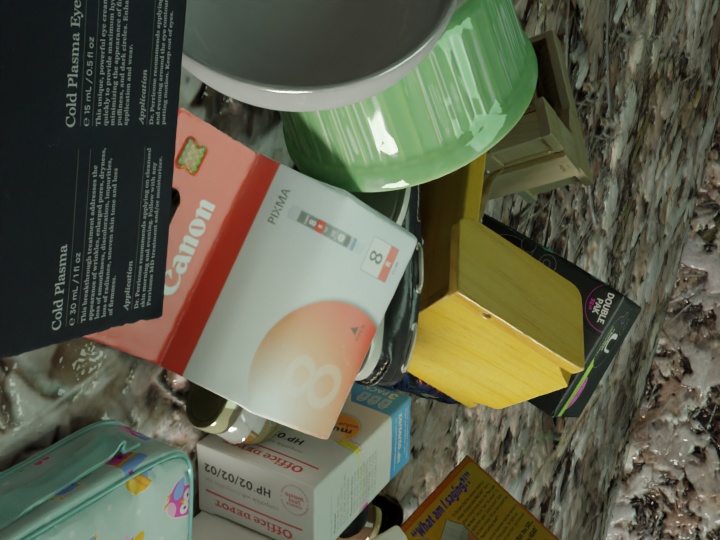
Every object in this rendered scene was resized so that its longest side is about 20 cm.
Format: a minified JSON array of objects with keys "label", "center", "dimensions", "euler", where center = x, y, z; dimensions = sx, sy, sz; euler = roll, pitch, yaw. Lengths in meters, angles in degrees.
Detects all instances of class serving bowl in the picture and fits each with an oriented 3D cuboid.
[{"label":"serving bowl","center":[-0.037,-0.177,0.575],"dimensions":[0.066,0.198,0.202],"euler":[98,17,-66]}]

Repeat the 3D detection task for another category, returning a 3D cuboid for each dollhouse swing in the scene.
[{"label":"dollhouse swing","center":[0.112,-0.002,0.878],"dimensions":[0.177,0.180,0.200],"euler":[-65,-169,-26]}]

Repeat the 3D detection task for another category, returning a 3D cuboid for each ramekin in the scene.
[{"label":"ramekin","center":[0.022,-0.161,0.682],"dimensions":[0.201,0.198,0.098],"euler":[-58,141,-31]}]

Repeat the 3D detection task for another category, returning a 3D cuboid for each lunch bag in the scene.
[{"label":"lunch bag","center":[-0.184,0.185,0.569],"dimensions":[0.199,0.076,0.163],"euler":[-27,125,-57]}]

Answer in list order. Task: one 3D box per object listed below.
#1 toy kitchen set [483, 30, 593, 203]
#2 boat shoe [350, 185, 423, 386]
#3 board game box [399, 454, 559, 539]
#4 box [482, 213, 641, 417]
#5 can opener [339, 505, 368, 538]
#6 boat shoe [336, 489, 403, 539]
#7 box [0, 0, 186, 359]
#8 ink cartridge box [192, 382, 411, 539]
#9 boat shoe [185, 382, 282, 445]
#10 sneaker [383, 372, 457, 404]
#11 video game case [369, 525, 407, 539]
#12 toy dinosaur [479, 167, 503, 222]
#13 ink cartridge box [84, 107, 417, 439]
[{"label":"toy kitchen set","center":[0.134,-0.171,1.018],"dimensions":[0.199,0.161,0.183],"euler":[19,58,-64]},{"label":"boat shoe","center":[0.021,-0.009,0.754],"dimensions":[0.060,0.073,0.203],"euler":[18,72,-44]},{"label":"board game box","center":[0.097,0.365,0.999],"dimensions":[0.199,0.199,0.201],"euler":[-27,154,-56]},{"label":"box","center":[0.182,0.048,1.052],"dimensions":[0.150,0.199,0.124],"euler":[-60,154,7]},{"label":"can opener","center":[-0.007,0.182,0.902],"dimensions":[0.067,0.052,0.200],"euler":[66,23,-11]},{"label":"boat shoe","center":[-0.012,0.235,0.931],"dimensions":[0.202,0.074,0.076],"euler":[21,84,-63]},{"label":"box","center":[-0.178,-0.069,0.428],"dimensions":[0.181,0.103,0.203],"euler":[-16,116,-61]},{"label":"ink cartridge box","center":[-0.053,0.157,0.770],"dimensions":[0.200,0.114,0.069],"euler":[-34,131,-54]},{"label":"boat shoe","center":[-0.061,0.036,0.730],"dimensions":[0.068,0.074,0.202],"euler":[31,84,-41]},{"label":"sneaker","center":[0.083,0.110,1.056],"dimensions":[0.199,0.077,0.077],"euler":[23,82,-63]},{"label":"video game case","center":[-0.072,0.284,0.764],"dimensions":[0.200,0.024,0.181],"euler":[-41,163,21]},{"label":"toy dinosaur","center":[0.096,-0.017,0.990],"dimensions":[0.058,0.100,0.203],"euler":[-16,120,-64]},{"label":"ink cartridge box","center":[-0.067,0.008,0.641],"dimensions":[0.199,0.050,0.164],"euler":[28,86,-41]}]
